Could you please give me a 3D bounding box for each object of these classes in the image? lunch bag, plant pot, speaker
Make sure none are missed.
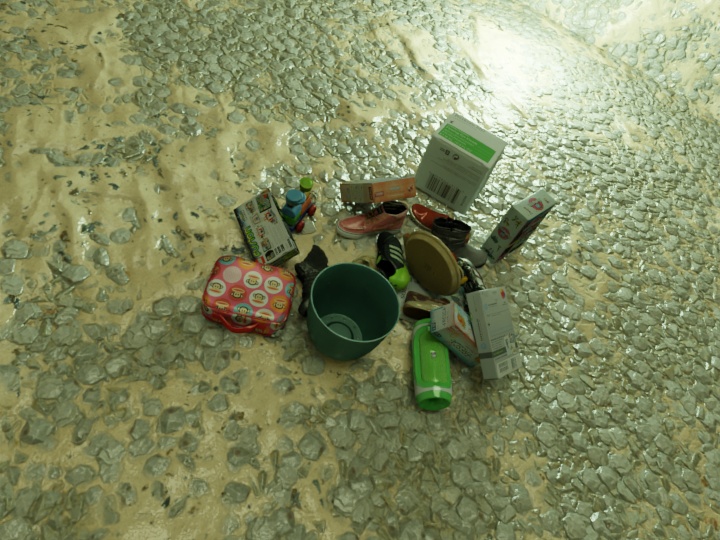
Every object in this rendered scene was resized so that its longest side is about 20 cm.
[{"bbox_3d":[-0.254,0.066,1.198,0.199,0.082,0.177,16,52,-7],"label":"lunch bag"},{"bbox_3d":[-0.032,0.109,1.186,0.199,0.161,0.202,10,52,-14],"label":"plant pot"},{"bbox_3d":[0.164,0.215,1.224,0.088,0.089,0.201,9,52,-12],"label":"speaker"}]

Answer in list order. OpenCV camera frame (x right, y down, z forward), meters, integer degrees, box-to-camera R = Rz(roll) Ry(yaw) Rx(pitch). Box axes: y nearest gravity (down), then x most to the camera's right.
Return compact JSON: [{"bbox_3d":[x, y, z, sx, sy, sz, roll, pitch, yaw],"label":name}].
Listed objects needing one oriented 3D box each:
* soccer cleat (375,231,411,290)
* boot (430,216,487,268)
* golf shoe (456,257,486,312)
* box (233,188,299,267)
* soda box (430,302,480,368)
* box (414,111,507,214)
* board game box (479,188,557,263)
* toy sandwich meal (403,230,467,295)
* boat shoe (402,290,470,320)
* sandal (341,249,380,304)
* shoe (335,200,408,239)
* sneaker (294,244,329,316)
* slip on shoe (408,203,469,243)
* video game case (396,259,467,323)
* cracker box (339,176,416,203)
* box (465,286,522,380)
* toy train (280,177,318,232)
[{"bbox_3d":[0.072,-0.035,1.374,0.081,0.068,0.201,16,38,-33],"label":"soccer cleat"},{"bbox_3d":[0.277,-0.075,1.447,0.198,0.132,0.070,8,51,-12],"label":"boot"},{"bbox_3d":[0.305,0.054,1.372,0.088,0.077,0.201,-8,70,-51],"label":"golf shoe"},{"bbox_3d":[-0.238,-0.100,1.322,0.110,0.035,0.201,-30,63,6],"label":"box"},{"bbox_3d":[0.243,0.155,1.239,0.200,0.068,0.064,42,39,-37],"label":"soda box"},{"bbox_3d":[0.299,-0.325,1.598,0.198,0.201,0.171,33,49,9],"label":"box"},{"bbox_3d":[0.444,-0.123,1.494,0.147,0.200,0.064,-28,67,-33],"label":"board game box"},{"bbox_3d":[0.188,-0.026,1.324,0.070,0.206,0.205,-34,70,-26],"label":"toy sandwich meal"},{"bbox_3d":[0.205,0.096,1.310,0.199,0.072,0.072,14,52,0],"label":"boat shoe"},{"bbox_3d":[0.005,0.003,1.339,0.077,0.070,0.212,31,51,6],"label":"sandal"},{"bbox_3d":[0.033,-0.145,1.445,0.199,0.091,0.072,-5,56,-22],"label":"shoe"},{"bbox_3d":[-0.126,0.022,1.292,0.104,0.060,0.200,31,47,7],"label":"sneaker"},{"bbox_3d":[0.232,-0.141,1.529,0.199,0.061,0.074,34,53,10],"label":"slip on shoe"},{"bbox_3d":[0.191,0.074,1.379,0.199,0.022,0.183,20,51,-3],"label":"video game case"},{"bbox_3d":[0.044,-0.222,1.452,0.133,0.200,0.058,-12,103,-25],"label":"cracker box"},{"bbox_3d":[0.318,0.143,1.245,0.155,0.041,0.202,-5,83,-53],"label":"box"},{"bbox_3d":[-0.151,-0.205,1.414,0.084,0.116,0.200,28,51,3],"label":"toy train"}]
